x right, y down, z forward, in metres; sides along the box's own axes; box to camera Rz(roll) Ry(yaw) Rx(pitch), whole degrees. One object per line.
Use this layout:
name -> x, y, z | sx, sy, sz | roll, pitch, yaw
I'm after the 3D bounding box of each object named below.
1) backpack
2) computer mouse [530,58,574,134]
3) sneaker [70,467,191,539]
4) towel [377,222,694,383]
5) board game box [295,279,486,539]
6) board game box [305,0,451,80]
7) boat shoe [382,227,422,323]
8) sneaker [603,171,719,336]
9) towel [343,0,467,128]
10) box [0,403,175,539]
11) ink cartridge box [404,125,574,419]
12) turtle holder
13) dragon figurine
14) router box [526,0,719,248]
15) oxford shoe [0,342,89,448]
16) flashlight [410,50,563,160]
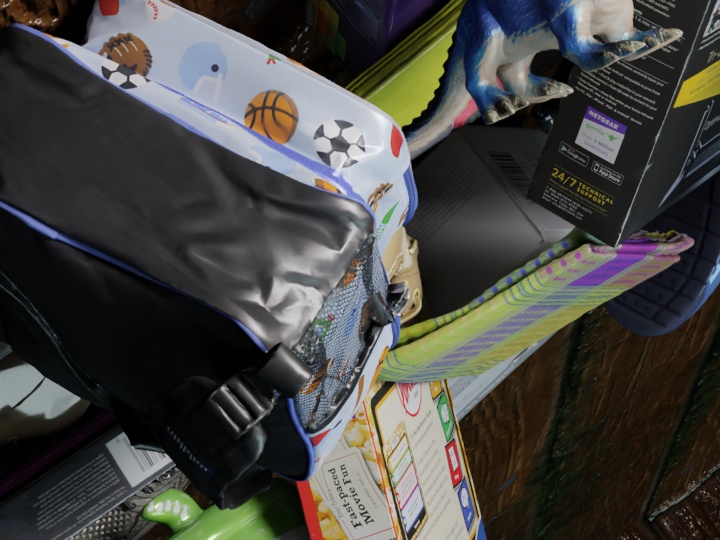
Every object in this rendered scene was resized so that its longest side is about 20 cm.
backpack -> -0.068, -0.005, 1.028 | 0.154, 0.200, 0.191 | -51, 161, -21
computer mouse -> 0.145, -0.123, 1.324 | 0.141, 0.046, 0.200 | -59, 173, 13
sneaker -> -0.101, 0.071, 1.360 | 0.200, 0.078, 0.082 | -50, -177, 11
towel -> 0.081, 0.015, 1.320 | 0.143, 0.023, 0.200 | -30, 170, 18
board game box -> 0.019, 0.122, 1.362 | 0.046, 0.200, 0.152 | -10, -168, 17
board game box -> 0.063, -0.171, 1.094 | 0.165, 0.057, 0.200 | -35, 165, -16
boat shoe -> 0.000, 0.000, 1.286 | 0.074, 0.066, 0.200 | -30, -169, 11
sneaker -> 0.193, -0.056, 1.427 | 0.082, 0.074, 0.200 | -1, 118, -57
towel -> 0.017, -0.075, 1.134 | 0.200, 0.018, 0.086 | -39, 164, 16
box -> -0.152, 0.090, 1.233 | 0.143, 0.036, 0.200 | -34, -166, -14
ink cartridge box -> 0.047, 0.015, 1.513 | 0.200, 0.084, 0.175 | -44, 163, 21
turtle holder -> -0.063, 0.181, 1.381 | 0.141, 0.132, 0.185 | -42, 170, 9
dragon figurine -> 0.058, -0.114, 1.033 | 0.200, 0.100, 0.059 | -26, 177, 42
router box -> 0.166, -0.117, 1.240 | 0.200, 0.052, 0.157 | -33, 148, -51
oxford shoe -> -0.161, 0.053, 1.143 | 0.200, 0.073, 0.085 | -34, 122, -6
flashlight -> -0.002, -0.072, 1.228 | 0.200, 0.068, 0.068 | -33, 129, -4
